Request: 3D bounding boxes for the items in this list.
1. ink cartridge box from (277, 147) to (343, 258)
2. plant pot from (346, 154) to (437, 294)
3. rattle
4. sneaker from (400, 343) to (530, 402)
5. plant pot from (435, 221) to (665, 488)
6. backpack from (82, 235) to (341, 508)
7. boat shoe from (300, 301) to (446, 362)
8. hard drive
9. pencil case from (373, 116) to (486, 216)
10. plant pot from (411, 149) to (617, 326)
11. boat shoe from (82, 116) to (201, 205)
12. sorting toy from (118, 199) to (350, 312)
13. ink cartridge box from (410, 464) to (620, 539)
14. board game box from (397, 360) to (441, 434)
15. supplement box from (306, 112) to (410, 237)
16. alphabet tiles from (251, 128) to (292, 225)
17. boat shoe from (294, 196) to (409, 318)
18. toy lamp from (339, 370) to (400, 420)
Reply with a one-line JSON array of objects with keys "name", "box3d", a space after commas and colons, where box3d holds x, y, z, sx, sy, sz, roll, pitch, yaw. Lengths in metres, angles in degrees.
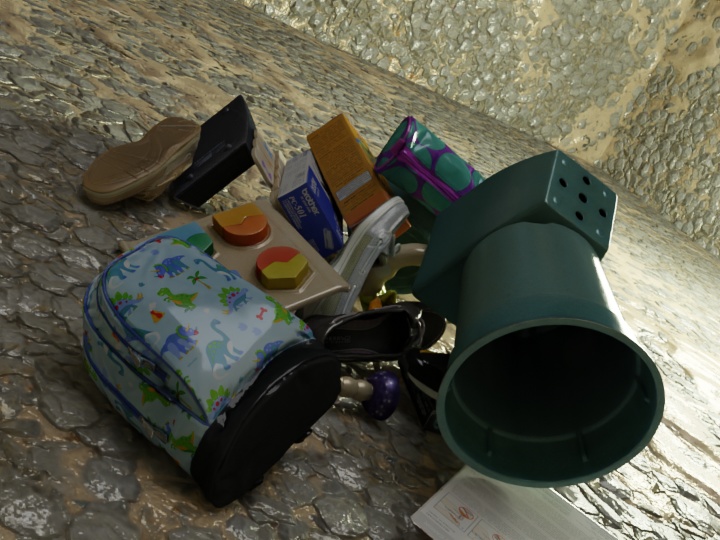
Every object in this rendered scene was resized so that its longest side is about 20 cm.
[{"name": "ink cartridge box", "box3d": [-0.061, -0.088, 1.174, 0.095, 0.044, 0.200, 61, 8, -18]}, {"name": "plant pot", "box3d": [0.063, -0.051, 1.266, 0.199, 0.201, 0.134, 29, 38, 2]}, {"name": "rattle", "box3d": [0.102, 0.043, 1.110, 0.198, 0.132, 0.143, 10, 11, -6]}, {"name": "sneaker", "box3d": [0.142, 0.109, 1.007, 0.199, 0.091, 0.070, 22, 21, -17]}, {"name": "plant pot", "box3d": [0.173, 0.066, 0.881, 0.199, 0.201, 0.197, 25, 34, -11]}, {"name": "backpack", "box3d": [-0.138, 0.066, 0.754, 0.199, 0.155, 0.163, 25, 44, 31]}, {"name": "boat shoe", "box3d": [0.023, 0.072, 1.010, 0.198, 0.068, 0.057, -3, 7, -31]}, {"name": "hard drive", "box3d": [-0.197, -0.163, 1.254, 0.042, 0.134, 0.200, 49, 11, -27]}, {"name": "pencil case", "box3d": [0.113, -0.104, 1.159, 0.199, 0.085, 0.093, 37, 14, -13]}, {"name": "plant pot", "box3d": [0.183, -0.029, 1.025, 0.141, 0.200, 0.142, 34, 48, -13]}, {"name": "boat shoe", "box3d": [-0.264, -0.122, 1.135, 0.073, 0.070, 0.200, 24, 39, 18]}, {"name": "sorting toy", "box3d": [-0.136, -0.010, 0.987, 0.199, 0.037, 0.185, -18, 44, -31]}, {"name": "ink cartridge box", "box3d": [0.136, 0.248, 0.819, 0.160, 0.050, 0.200, 36, 25, 18]}, {"name": "board game box", "box3d": [0.146, 0.163, 1.060, 0.198, 0.028, 0.136, 21, 20, -20]}, {"name": "supplement box", "box3d": [-0.005, -0.119, 1.201, 0.067, 0.069, 0.201, 45, 13, -46]}, {"name": "alphabet tiles", "box3d": [-0.090, -0.089, 1.208, 0.200, 0.014, 0.197, -100, 163, -65]}, {"name": "boat shoe", "box3d": [0.000, 0.000, 1.064, 0.065, 0.202, 0.075, 36, -24, 3]}, {"name": "toy lamp", "box3d": [-0.054, 0.106, 0.887, 0.199, 0.059, 0.058, 19, 21, -32]}]
